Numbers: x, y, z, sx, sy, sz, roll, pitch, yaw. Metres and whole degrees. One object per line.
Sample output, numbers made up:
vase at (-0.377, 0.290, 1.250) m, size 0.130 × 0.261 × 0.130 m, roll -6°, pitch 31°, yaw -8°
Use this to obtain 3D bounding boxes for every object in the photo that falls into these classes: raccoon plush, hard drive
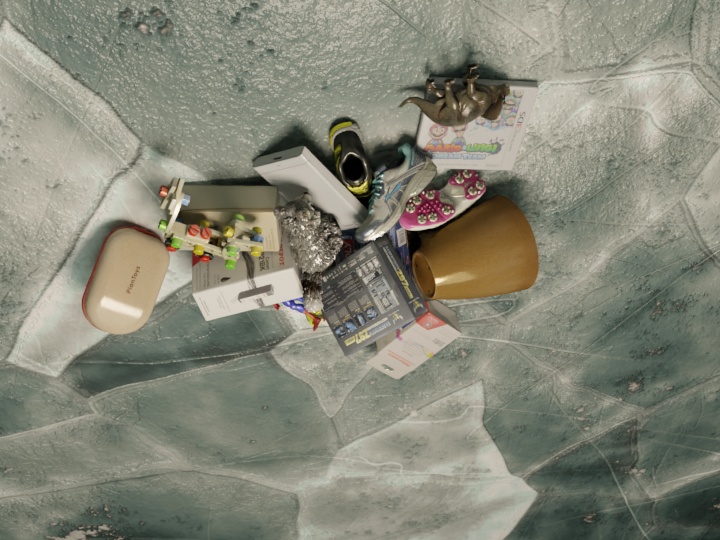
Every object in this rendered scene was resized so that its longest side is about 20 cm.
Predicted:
raccoon plush at (-0.092, -0.033, 1.512) m, size 0.095 × 0.204 × 0.134 m, roll -12°, pitch 170°, yaw 20°
hard drive at (-0.085, -0.141, 1.547) m, size 0.131 × 0.027 × 0.200 m, roll -6°, pitch 143°, yaw 42°

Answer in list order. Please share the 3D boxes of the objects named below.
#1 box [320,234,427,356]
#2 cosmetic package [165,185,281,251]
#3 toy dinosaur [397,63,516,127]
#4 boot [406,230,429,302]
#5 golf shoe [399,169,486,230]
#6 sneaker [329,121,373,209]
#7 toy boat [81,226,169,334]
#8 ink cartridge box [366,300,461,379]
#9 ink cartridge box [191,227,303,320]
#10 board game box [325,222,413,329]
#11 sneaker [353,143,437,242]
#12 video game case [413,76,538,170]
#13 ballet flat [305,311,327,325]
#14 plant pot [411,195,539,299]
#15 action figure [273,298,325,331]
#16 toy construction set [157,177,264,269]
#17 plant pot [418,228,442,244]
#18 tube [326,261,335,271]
box at (0.009, 0.050, 1.580) m, size 0.199 × 0.159 × 0.051 m, roll -33°, pitch 175°, yaw 41°
cosmetic package at (-0.245, -0.095, 1.561) m, size 0.196 × 0.074 × 0.104 m, roll -1°, pitch 137°, yaw 1°
toy dinosaur at (0.164, -0.279, 1.437) m, size 0.197 × 0.077 × 0.103 m, roll -19°, pitch 122°, yaw 1°
boot at (0.048, -0.008, 1.697) m, size 0.156 × 0.080 × 0.214 m, roll -11°, pitch 116°, yaw 28°
golf shoe at (0.147, -0.113, 1.599) m, size 0.198 × 0.076 × 0.092 m, roll -26°, pitch 160°, yaw -28°
sneaker at (-0.013, -0.166, 1.543) m, size 0.073 × 0.085 × 0.201 m, roll -15°, pitch 136°, yaw 6°
toy boat at (-0.452, 0.017, 1.625) m, size 0.129 × 0.130 × 0.203 m, roll 23°, pitch 85°, yaw -31°
ink cartridge box at (0.111, 0.149, 1.908) m, size 0.199 × 0.068 × 0.116 m, roll -39°, pitch 129°, yaw 25°
ink cartridge box at (-0.213, -0.005, 1.627) m, size 0.196 × 0.146 × 0.084 m, roll -14°, pitch 137°, yaw 3°
board game box at (0.000, 0.000, 1.641) m, size 0.197 × 0.061 × 0.204 m, roll 3°, pitch 110°, yaw 35°
sneaker at (0.044, -0.139, 1.527) m, size 0.086 × 0.077 × 0.201 m, roll 43°, pitch 78°, yaw -18°
video game case at (0.201, -0.258, 1.536) m, size 0.196 × 0.024 × 0.184 m, roll 0°, pitch 135°, yaw -11°
ballet flat at (-0.021, 0.083, 1.813) m, size 0.196 × 0.068 × 0.067 m, roll -8°, pitch 136°, yaw -3°
plant pot at (0.203, -0.022, 1.620) m, size 0.197 × 0.187 × 0.188 m, roll -20°, pitch 140°, yaw -20°
action figure at (-0.155, 0.046, 1.732) m, size 0.199 × 0.052 × 0.065 m, roll 38°, pitch 135°, yaw -10°
toy construction set at (-0.267, -0.070, 1.467) m, size 0.198 × 0.093 × 0.131 m, roll 33°, pitch 152°, yaw -17°
plant pot at (0.152, -0.017, 1.774) m, size 0.196 × 0.028 × 0.202 m, roll -6°, pitch 137°, yaw -6°
tube at (-0.077, -0.022, 1.713) m, size 0.051 × 0.058 × 0.202 m, roll 24°, pitch 137°, yaw 28°
